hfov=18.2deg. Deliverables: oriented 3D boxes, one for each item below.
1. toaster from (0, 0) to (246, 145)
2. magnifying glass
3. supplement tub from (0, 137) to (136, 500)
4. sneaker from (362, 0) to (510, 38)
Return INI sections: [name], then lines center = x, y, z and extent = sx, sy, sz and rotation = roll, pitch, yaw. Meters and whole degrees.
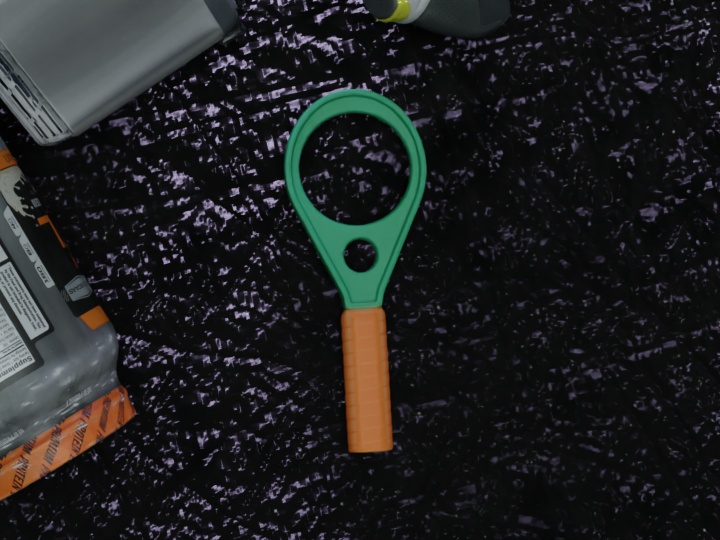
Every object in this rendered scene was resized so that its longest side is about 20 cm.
[toaster]
center = -0.155, -0.156, 1.168
extent = 0.129, 0.200, 0.114
rotation = -37, 49, -2
[magnifying glass]
center = 0.000, 0.000, 1.249
extent = 0.079, 0.022, 0.201
rotation = -3, 88, -7
[supplement tub]
center = -0.208, 0.014, 1.172
extent = 0.122, 0.123, 0.200
rotation = -30, 93, -6
[sneaker]
center = 0.060, -0.220, 1.241
extent = 0.084, 0.074, 0.201
rotation = 21, 81, -31
